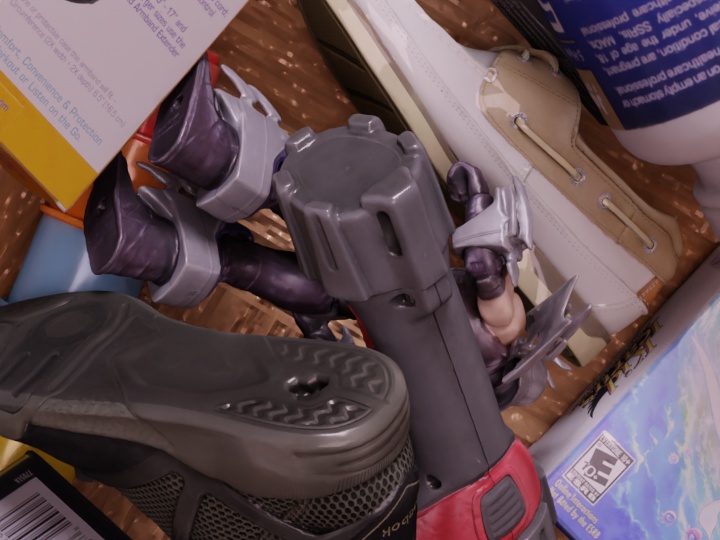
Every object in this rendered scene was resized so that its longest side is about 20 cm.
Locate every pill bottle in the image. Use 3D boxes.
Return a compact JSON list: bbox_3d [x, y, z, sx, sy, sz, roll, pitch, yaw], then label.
[{"bbox_3d":[0.127,-0.107,0.936,0.119,0.120,0.200,-32,102,-5],"label":"pill bottle"}]

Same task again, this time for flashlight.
[{"bbox_3d":[0.018,0.035,0.912,0.067,0.068,0.200,-11,128,14],"label":"flashlight"}]

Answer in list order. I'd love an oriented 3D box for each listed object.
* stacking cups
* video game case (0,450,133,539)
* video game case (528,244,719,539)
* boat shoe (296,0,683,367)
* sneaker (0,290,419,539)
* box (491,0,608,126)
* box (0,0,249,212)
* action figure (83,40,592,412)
[{"bbox_3d":[-0.103,0.006,0.987,0.060,0.061,0.201,24,91,-13],"label":"stacking cups"},{"bbox_3d":[-0.106,0.170,0.858,0.200,0.026,0.181,40,45,17],"label":"video game case"},{"bbox_3d":[0.193,0.088,1.062,0.200,0.045,0.181,44,87,-13],"label":"video game case"},{"bbox_3d":[0.051,-0.057,1.006,0.068,0.075,0.200,-41,113,-5],"label":"boat shoe"},{"bbox_3d":[-0.063,0.072,0.909,0.076,0.199,0.115,-46,136,-43],"label":"sneaker"},{"bbox_3d":[0.092,-0.180,1.006,0.158,0.050,0.200,-43,103,-3],"label":"box"},{"bbox_3d":[-0.079,-0.133,0.891,0.200,0.041,0.119,-51,134,-11],"label":"box"},{"bbox_3d":[0.000,0.000,0.964,0.200,0.070,0.130,30,125,-26],"label":"action figure"}]
